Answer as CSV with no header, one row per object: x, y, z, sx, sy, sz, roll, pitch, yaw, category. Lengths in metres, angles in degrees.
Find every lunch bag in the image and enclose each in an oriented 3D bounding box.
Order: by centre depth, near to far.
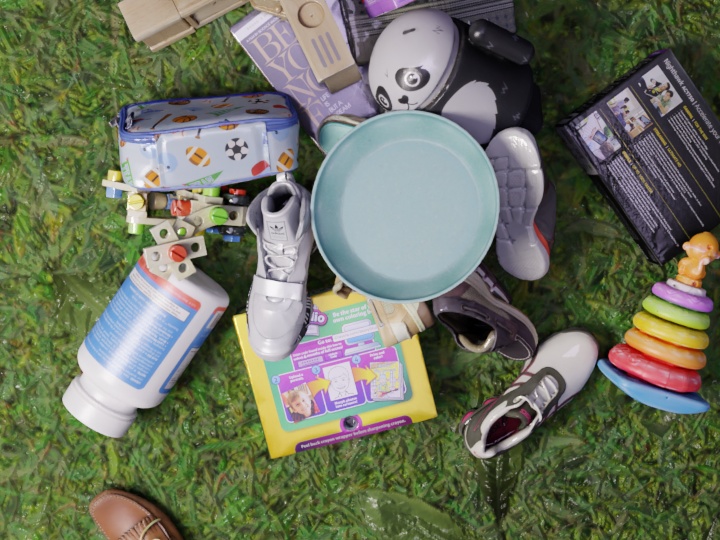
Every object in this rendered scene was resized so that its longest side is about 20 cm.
-0.167,-0.146,1.169,0.200,0.160,0.076,-5,114,-7,lunch bag

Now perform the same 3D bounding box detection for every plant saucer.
0.048,-0.064,1.130,0.200,0.036,0.200,-1,86,17,plant saucer

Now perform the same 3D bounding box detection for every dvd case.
-0.030,-0.238,1.232,0.149,0.016,0.200,-37,97,3,dvd case

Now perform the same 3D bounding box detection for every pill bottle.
-0.245,0.083,1.218,0.112,0.112,0.200,35,94,-6,pill bottle

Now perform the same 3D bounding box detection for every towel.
0.065,-0.340,1.210,0.200,0.035,0.193,-12,100,-9,towel

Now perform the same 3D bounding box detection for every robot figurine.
0.104,-0.198,1.171,0.200,0.125,0.150,23,102,-28,robot figurine

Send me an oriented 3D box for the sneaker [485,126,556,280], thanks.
0.180,-0.085,1.202,0.077,0.082,0.200,14,137,25,sneaker

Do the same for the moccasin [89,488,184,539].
-0.241,0.338,1.268,0.074,0.078,0.201,-34,97,2,moccasin

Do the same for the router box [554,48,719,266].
0.341,-0.128,1.240,0.149,0.051,0.200,-36,97,1,router box

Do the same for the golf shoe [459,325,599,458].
0.204,0.148,1.255,0.200,0.088,0.077,-44,95,2,golf shoe

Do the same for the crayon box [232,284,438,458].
-0.028,0.106,1.255,0.200,0.058,0.173,-14,95,0,crayon box

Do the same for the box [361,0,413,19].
0.103,-0.325,1.131,0.200,0.137,0.039,-27,102,-6,box

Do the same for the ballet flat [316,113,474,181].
0.049,-0.131,1.188,0.200,0.062,0.067,23,116,13,ballet flat

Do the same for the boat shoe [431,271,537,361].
0.133,0.061,1.206,0.072,0.200,0.065,-7,58,33,boat shoe

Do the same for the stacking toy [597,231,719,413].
0.357,0.050,1.231,0.116,0.110,0.200,16,100,-7,stacking toy

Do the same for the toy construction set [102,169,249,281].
-0.197,-0.062,1.172,0.131,0.200,0.092,4,112,-25,toy construction set

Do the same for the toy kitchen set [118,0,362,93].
-0.132,-0.252,1.133,0.200,0.163,0.181,-26,86,4,toy kitchen set

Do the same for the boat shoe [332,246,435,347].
0.000,0.000,1.192,0.076,0.072,0.200,-34,53,-1,boat shoe

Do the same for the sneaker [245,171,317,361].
-0.090,-0.009,1.176,0.075,0.115,0.200,7,69,11,sneaker

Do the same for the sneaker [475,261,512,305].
0.116,-0.045,1.237,0.200,0.076,0.116,38,69,-23,sneaker
